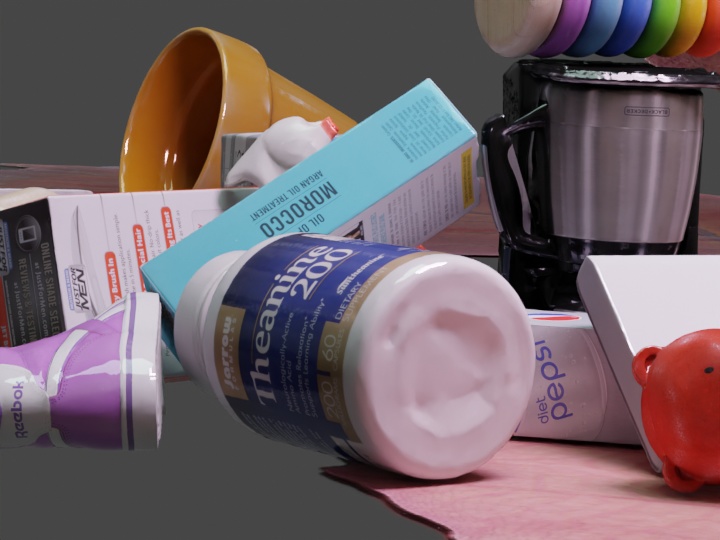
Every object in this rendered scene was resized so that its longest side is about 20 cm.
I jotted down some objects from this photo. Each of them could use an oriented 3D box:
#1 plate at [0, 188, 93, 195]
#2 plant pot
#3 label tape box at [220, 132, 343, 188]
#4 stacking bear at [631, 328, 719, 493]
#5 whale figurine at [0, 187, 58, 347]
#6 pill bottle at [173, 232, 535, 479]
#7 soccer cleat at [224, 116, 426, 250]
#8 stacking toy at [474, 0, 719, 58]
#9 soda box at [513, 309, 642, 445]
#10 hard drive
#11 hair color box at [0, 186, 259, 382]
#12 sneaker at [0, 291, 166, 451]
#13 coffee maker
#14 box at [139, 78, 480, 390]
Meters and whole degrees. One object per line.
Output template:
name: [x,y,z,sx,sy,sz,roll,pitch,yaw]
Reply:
plate: [-0.303,-0.002,1.876,0.200,0.032,0.199,-28,-17,36]
plant pot: [-0.102,-0.107,2.676,0.183,0.201,0.200,17,-3,-30]
label tape box: [-0.045,-0.015,1.801,0.066,0.144,0.200,1,3,-10]
stacking bear: [0.233,0.054,1.389,0.199,0.122,0.114,-10,-8,-17]
whale figurine: [-0.253,0.023,1.750,0.200,0.104,0.159,-24,-2,36]
pill bottle: [-0.011,0.038,1.446,0.111,0.111,0.200,-2,6,-34]
soccer cleat: [0.000,0.000,1.679,0.077,0.200,0.069,-36,-1,5]
stacking toy: [0.171,-0.160,1.671,0.199,0.086,0.085,4,4,-26]
soda box: [0.069,0.054,1.554,0.199,0.064,0.068,3,6,17]
hard drive: [0.225,0.046,1.488,0.199,0.027,0.132,0,48,-23]
hair color box: [-0.122,0.011,1.666,0.064,0.111,0.200,-12,-6,41]
sneaker: [-0.159,0.052,1.490,0.114,0.073,0.200,-3,4,-1]
coffee maker: [0.144,-0.022,1.659,0.134,0.201,0.192,4,6,11]
box: [-0.026,-0.020,1.594,0.200,0.049,0.082,-33,-25,-14]
